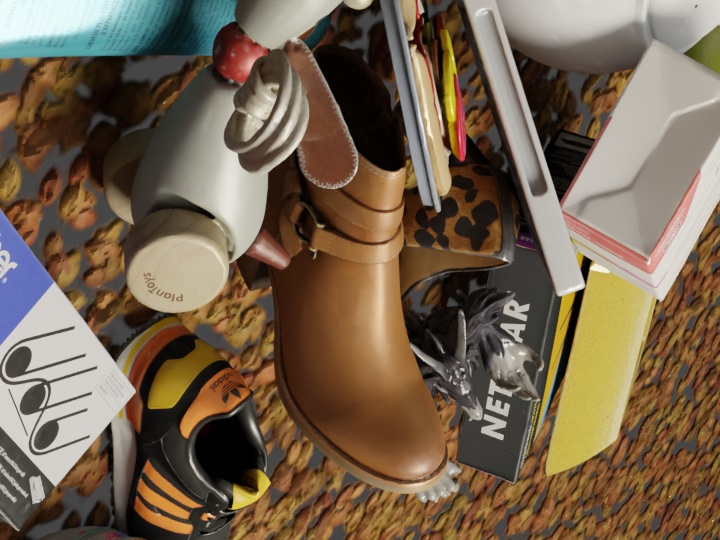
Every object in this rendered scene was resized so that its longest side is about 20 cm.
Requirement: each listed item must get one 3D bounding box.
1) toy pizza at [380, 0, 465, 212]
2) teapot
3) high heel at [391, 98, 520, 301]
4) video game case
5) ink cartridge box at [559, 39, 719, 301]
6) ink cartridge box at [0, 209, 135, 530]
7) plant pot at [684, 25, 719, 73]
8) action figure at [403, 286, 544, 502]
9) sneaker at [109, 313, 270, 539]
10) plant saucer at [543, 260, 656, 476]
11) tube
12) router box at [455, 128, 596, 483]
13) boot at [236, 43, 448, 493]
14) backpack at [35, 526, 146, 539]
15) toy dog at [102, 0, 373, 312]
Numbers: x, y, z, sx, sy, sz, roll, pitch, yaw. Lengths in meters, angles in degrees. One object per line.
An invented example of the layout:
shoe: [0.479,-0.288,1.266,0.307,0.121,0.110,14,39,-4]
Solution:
toy pizza: [0.028,-0.130,0.817,0.031,0.202,0.201,-11,141,4]
teapot: [0.170,-0.198,0.983,0.199,0.145,0.199,-37,143,-31]
high heel: [0.020,0.011,0.936,0.071,0.143,0.201,10,121,-29]
video game case: [0.077,-0.096,0.881,0.143,0.018,0.202,-83,155,-79]
ink cartridge box: [0.185,-0.054,1.021,0.117,0.067,0.200,-60,165,-1]
ink cartridge box: [-0.182,0.036,0.768,0.094,0.044,0.201,-51,148,-17]
plant pot: [0.296,-0.195,1.148,0.199,0.200,0.194,-9,135,-52]
action figure: [0.054,0.071,1.015,0.119,0.102,0.200,-40,178,-8]
sneaker: [-0.090,0.121,0.932,0.070,0.090,0.202,-36,142,-32]
plant saucer: [0.196,0.029,1.239,0.200,0.048,0.202,-59,161,-55]
tube: [-0.096,-0.127,0.757,0.199,0.050,0.078,-5,122,-49]
router box: [0.123,0.025,1.155,0.149,0.051,0.202,-56,158,-49]
boot: [0.000,0.000,0.836,0.073,0.201,0.155,-18,152,-33]
backpack: [-0.156,0.248,0.914,0.202,0.126,0.167,-65,160,9]
toy dog: [-0.043,-0.061,0.765,0.095,0.133,0.200,17,145,-30]
